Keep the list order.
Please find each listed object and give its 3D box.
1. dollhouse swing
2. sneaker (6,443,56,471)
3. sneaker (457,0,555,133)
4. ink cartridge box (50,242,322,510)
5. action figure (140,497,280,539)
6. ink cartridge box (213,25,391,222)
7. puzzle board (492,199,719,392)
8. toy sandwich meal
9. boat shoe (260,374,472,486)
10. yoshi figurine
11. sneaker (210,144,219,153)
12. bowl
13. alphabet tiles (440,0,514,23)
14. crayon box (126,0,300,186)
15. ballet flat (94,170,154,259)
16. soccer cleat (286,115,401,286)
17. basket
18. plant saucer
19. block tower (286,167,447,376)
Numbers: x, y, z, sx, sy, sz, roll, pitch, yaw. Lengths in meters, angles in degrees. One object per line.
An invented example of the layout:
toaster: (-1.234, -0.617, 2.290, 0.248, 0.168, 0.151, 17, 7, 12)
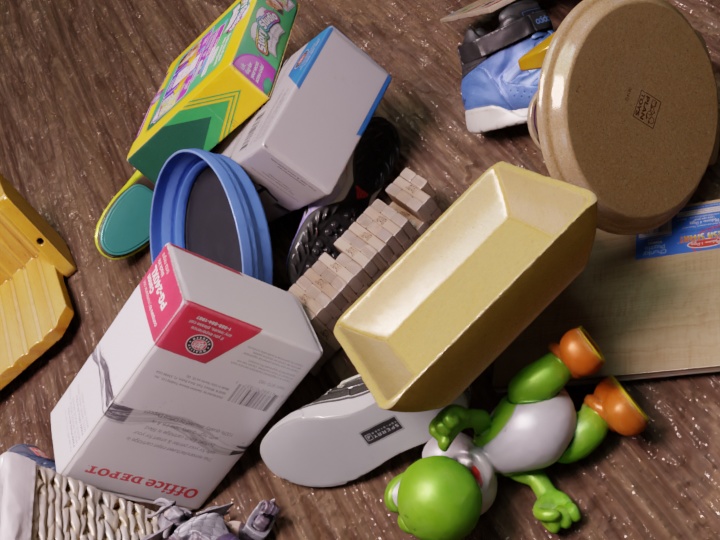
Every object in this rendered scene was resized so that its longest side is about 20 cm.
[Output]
dollhouse swing: (-0.451, 0.023, 1.130, 0.199, 0.182, 0.176, -39, 23, 1)
sneaker: (-0.304, 0.202, 0.942, 0.198, 0.075, 0.085, -20, 52, 21)
sneaker: (0.178, -0.197, 0.890, 0.198, 0.113, 0.076, -6, 10, 37)
ink cartridge box: (-0.151, 0.097, 0.829, 0.201, 0.144, 0.084, -51, 41, 19)
action figure: (-0.095, 0.228, 0.764, 0.198, 0.070, 0.129, 24, 31, 33)
ink cartridge box: (-0.073, -0.136, 0.987, 0.199, 0.084, 0.147, -16, 44, 62)
puzzle board: (0.205, 0.021, 0.775, 0.197, 0.017, 0.152, -9, 51, 28)
toy sandwich meal: (0.203, -0.126, 0.765, 0.206, 0.205, 0.070, -55, 26, -15)
boat shoe: (0.007, 0.120, 0.804, 0.198, 0.071, 0.064, -23, 18, 25)
yoshi figurine: (0.101, 0.133, 0.695, 0.199, 0.112, 0.113, -37, 51, 11)
sneaker: (-0.131, -0.152, 1.105, 0.089, 0.070, 0.202, -16, 47, 28)
bowl: (-0.146, -0.017, 0.948, 0.200, 0.039, 0.204, 17, 111, 52)
alphabet tiles: (0.188, -0.297, 0.978, 0.198, 0.008, 0.167, -27, 14, -5)
crayon box: (-0.154, -0.204, 1.045, 0.172, 0.058, 0.201, -33, 30, 31)
ballet flat: (-0.248, -0.093, 1.156, 0.067, 0.067, 0.201, -5, 48, 58)
soccer cleat: (-0.025, -0.063, 0.976, 0.073, 0.068, 0.202, -9, 51, 56)
basket: (-0.267, 0.289, 0.761, 0.198, 0.160, 0.201, -40, 42, 22)
plant saucer: (0.079, 0.015, 0.731, 0.200, 0.048, 0.200, -45, 18, 1)
block tower: (0.000, 0.000, 0.905, 0.200, 0.058, 0.054, -48, 43, -5)
